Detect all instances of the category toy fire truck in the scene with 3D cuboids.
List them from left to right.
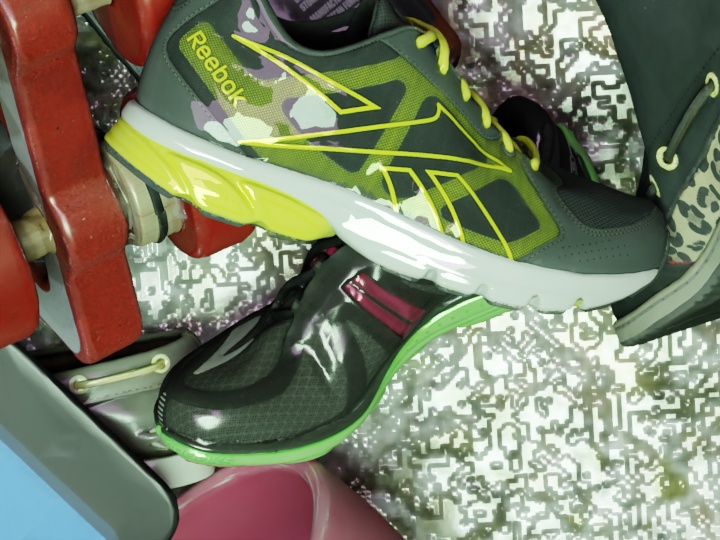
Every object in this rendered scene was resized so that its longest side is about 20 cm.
[{"bbox_3d":[-0.130,-0.074,0.972,0.112,0.168,0.200,-25,127,-18],"label":"toy fire truck"}]

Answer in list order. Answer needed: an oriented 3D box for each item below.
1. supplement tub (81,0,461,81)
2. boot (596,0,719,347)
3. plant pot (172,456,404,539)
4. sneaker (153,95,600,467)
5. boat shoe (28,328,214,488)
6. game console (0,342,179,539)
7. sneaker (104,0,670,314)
[{"bbox_3d":[-0.060,-0.125,1.016,0.107,0.107,0.200,-39,94,9],"label":"supplement tub"},{"bbox_3d":[0.116,-0.067,0.974,0.073,0.204,0.154,-20,76,-18],"label":"boot"},{"bbox_3d":[-0.023,0.198,1.028,0.200,0.200,0.179,-44,108,9],"label":"plant pot"},{"bbox_3d":[0.000,0.000,1.019,0.200,0.077,0.084,-36,131,-16],"label":"sneaker"},{"bbox_3d":[-0.158,0.054,1.067,0.201,0.072,0.061,-1,99,2],"label":"boat shoe"},{"bbox_3d":[-0.200,0.104,0.985,0.200,0.176,0.117,-44,65,15],"label":"game console"},{"bbox_3d":[0.019,-0.044,0.902,0.199,0.074,0.085,14,102,-19],"label":"sneaker"}]
